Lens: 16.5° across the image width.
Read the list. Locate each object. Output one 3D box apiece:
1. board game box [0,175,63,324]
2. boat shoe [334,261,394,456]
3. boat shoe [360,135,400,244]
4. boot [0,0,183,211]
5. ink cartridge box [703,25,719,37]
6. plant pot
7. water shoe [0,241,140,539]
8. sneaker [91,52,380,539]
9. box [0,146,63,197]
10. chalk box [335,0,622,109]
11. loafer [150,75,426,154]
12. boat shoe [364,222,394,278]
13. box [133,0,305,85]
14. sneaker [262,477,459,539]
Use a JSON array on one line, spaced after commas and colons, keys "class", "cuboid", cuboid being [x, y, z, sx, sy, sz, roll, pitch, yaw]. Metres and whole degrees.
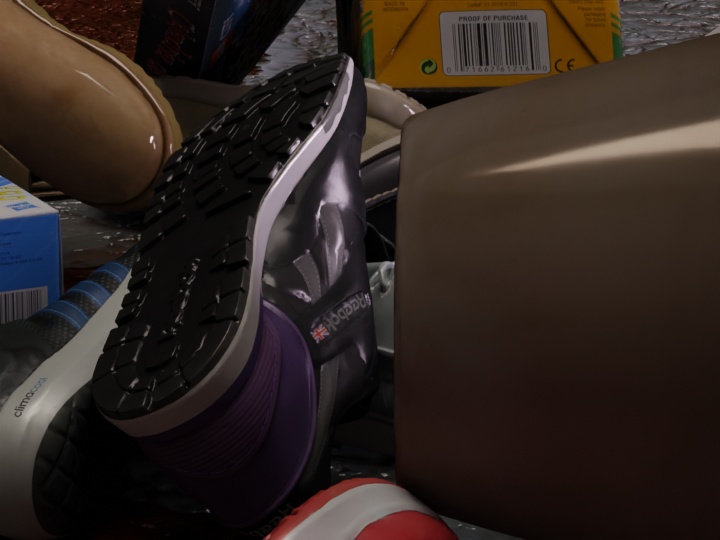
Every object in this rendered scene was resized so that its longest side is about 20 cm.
[{"class": "board game box", "cuboid": [-0.253, -0.011, 1.045, 0.200, 0.056, 0.196, -8, 19, -28]}, {"class": "boat shoe", "cuboid": [0.034, 0.029, 0.894, 0.070, 0.072, 0.201, -14, 21, -41]}, {"class": "boat shoe", "cuboid": [0.070, -0.022, 1.074, 0.200, 0.073, 0.063, -9, 35, -5]}, {"class": "boot", "cuboid": [-0.185, -0.086, 1.028, 0.175, 0.066, 0.200, 37, 15, 19]}, {"class": "ink cartridge box", "cuboid": [0.262, -0.101, 1.091, 0.117, 0.200, 0.067, 35, 41, -27]}, {"class": "plant pot", "cuboid": [0.098, 0.011, 0.737, 0.173, 0.200, 0.200, 1, 16, 3]}, {"class": "water shoe", "cuboid": [-0.109, 0.031, 0.880, 0.079, 0.072, 0.200, 7, 18, 12]}, {"class": "sneaker", "cuboid": [-0.029, 0.010, 0.867, 0.076, 0.088, 0.200, -19, 33, 32]}, {"class": "box", "cuboid": [-0.132, -0.080, 1.345, 0.163, 0.021, 0.200, -7, 18, -24]}, {"class": "chalk box", "cuboid": [0.051, -0.116, 1.236, 0.125, 0.124, 0.200, 0, -13, -6]}, {"class": "loafer", "cuboid": [-0.058, -0.048, 1.154, 0.200, 0.068, 0.076, -4, -26, 42]}, {"class": "boat shoe", "cuboid": [0.000, 0.000, 1.011, 0.200, 0.062, 0.073, 15, 22, 40]}, {"class": "box", "cuboid": [-0.053, -0.151, 1.186, 0.038, 0.137, 0.200, 35, -22, 5]}, {"class": "sneaker", "cuboid": [0.008, 0.122, 0.629, 0.115, 0.078, 0.200, 28, 23, 18]}]
